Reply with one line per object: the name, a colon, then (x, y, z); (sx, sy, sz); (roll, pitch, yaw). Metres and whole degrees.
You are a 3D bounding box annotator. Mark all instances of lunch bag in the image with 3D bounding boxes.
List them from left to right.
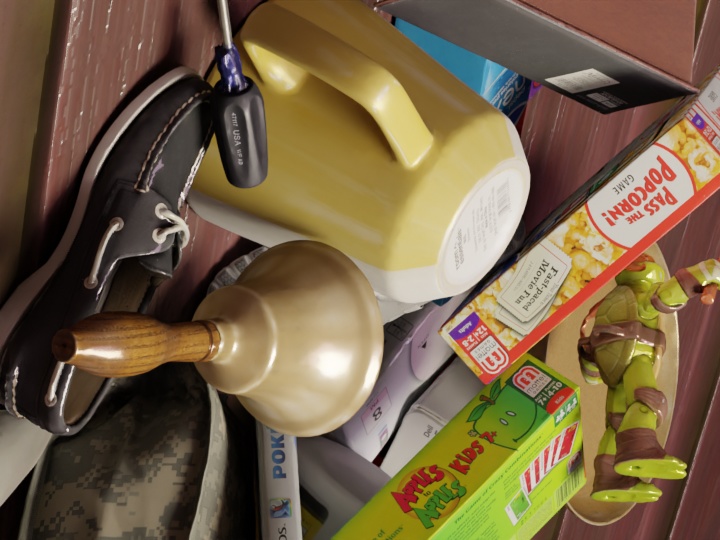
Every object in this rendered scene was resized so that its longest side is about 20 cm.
lunch bag: (-0.117, 0.142, 1.604); (0.164, 0.117, 0.201); (66, 30, -66)

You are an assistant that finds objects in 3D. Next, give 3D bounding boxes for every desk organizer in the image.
desk organizer: (0.104, -0.159, 1.640); (0.200, 0.072, 0.077); (21, 68, -43)

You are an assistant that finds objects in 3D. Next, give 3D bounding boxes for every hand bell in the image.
hand bell: (-0.085, 0.034, 1.463); (0.200, 0.104, 0.104); (2, 117, -56)

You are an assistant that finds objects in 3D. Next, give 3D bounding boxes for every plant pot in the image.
plant pot: (0.156, 0.066, 1.913); (0.200, 0.027, 0.201); (-14, 106, -58)

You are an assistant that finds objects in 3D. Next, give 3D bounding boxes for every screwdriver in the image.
screwdriver: (-0.071, -0.127, 1.460); (0.028, 0.029, 0.201); (-44, 136, -40)

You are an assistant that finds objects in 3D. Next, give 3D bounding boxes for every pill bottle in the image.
pill bottle: (-0.052, 0.210, 1.815); (0.200, 0.112, 0.112); (-54, 158, 12)

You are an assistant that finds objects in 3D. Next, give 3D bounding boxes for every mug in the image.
mug: (-0.002, -0.057, 1.563); (0.186, 0.153, 0.150); (-8, 125, -61)

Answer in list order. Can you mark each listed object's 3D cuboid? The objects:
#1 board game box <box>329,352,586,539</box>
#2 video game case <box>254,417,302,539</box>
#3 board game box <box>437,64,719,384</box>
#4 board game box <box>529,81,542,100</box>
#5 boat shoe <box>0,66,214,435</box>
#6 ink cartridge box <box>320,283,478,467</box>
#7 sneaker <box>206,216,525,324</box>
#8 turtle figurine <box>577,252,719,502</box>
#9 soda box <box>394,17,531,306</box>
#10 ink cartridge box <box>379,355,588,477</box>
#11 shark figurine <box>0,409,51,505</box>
board game box: (0.052, 0.151, 1.727); (0.200, 0.048, 0.102); (-43, 148, -24)
video game case: (-0.047, 0.145, 1.638); (0.200, 0.022, 0.183); (94, -7, -59)
board game box: (0.147, -0.031, 1.725); (0.200, 0.046, 0.152); (-42, -179, 24)
board game box: (0.129, -0.212, 1.799); (0.120, 0.032, 0.200); (-50, 154, -31)
boat shoe: (-0.122, -0.009, 1.493); (0.200, 0.060, 0.074); (-57, 152, -7)
ink cartridge box: (0.036, 0.075, 1.927); (0.163, 0.057, 0.200); (-51, 151, -18)
sneaker: (0.000, 0.000, 1.703); (0.199, 0.075, 0.082); (-19, 159, -13)
turtle figurine: (0.168, 0.049, 1.747); (0.200, 0.064, 0.162); (-39, -137, 55)
soda box: (0.054, -0.081, 1.751); (0.064, 0.068, 0.201); (-39, 149, -41)
ink cartridge box: (0.090, 0.109, 1.975); (0.200, 0.084, 0.146); (-45, 164, -47)
shark figurine: (-0.219, 0.161, 1.472); (0.215, 0.089, 0.128); (-60, 155, -4)
